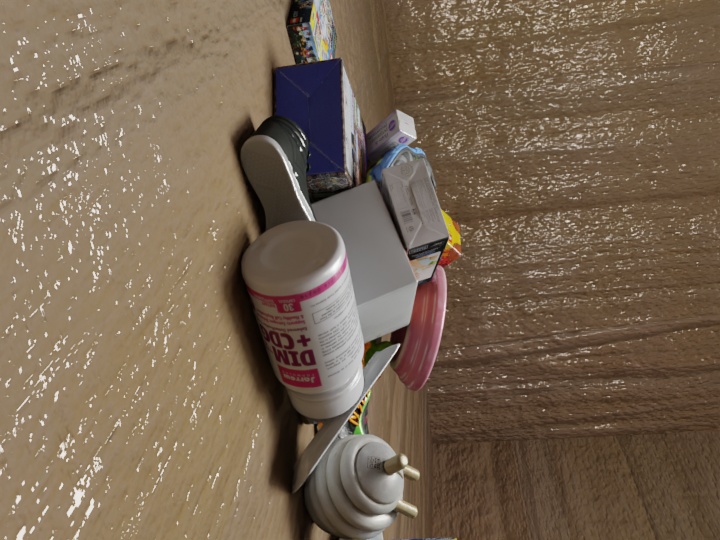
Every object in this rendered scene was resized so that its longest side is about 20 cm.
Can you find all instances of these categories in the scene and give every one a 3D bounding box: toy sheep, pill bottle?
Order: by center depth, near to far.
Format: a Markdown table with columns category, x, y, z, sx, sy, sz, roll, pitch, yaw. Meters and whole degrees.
| category | x | y | z | sx | sy | sz | roll | pitch | yaw |
| --- | --- | --- | --- | --- | --- | --- | --- | --- | --- |
| pill bottle | -0.055 | 0.060 | 0.730 | 0.115 | 0.109 | 0.204 | -83 | 165 | -52 |
| toy sheep | 0.000 | 0.276 | 0.844 | 0.200 | 0.135 | 0.141 | -45 | -149 | 36 |

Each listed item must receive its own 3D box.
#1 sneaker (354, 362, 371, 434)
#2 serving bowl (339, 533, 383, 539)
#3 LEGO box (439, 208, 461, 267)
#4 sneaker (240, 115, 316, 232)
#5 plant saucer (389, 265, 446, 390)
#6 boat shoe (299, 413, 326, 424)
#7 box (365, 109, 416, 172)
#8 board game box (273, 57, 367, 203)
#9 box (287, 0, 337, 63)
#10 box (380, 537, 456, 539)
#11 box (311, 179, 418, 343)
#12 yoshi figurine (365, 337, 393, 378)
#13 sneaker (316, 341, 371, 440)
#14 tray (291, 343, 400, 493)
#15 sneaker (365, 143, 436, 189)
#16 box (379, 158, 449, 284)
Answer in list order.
| category | x | y | z | sx | sy | sz | roll | pitch | yaw |
| --- | --- | --- | --- | --- | --- | --- | --- | --- | --- |
| sneaker | -0.019 | 0.241 | 1.065 | 0.084 | 0.074 | 0.207 | 116 | -24 | -73 |
| serving bowl | -0.005 | 0.474 | 1.005 | 0.200 | 0.064 | 0.207 | -4 | 90 | -82 |
| LEGO box | 0.056 | -0.070 | 1.134 | 0.198 | 0.148 | 0.078 | 37 | 36 | -26 |
| sneaker | -0.079 | -0.089 | 0.779 | 0.101 | 0.068 | 0.204 | -76 | 157 | -49 |
| plant saucer | 0.088 | 0.088 | 1.074 | 0.200 | 0.049 | 0.207 | -168 | -91 | -83 |
| boat shoe | -0.048 | 0.101 | 0.892 | 0.071 | 0.067 | 0.207 | 33 | 53 | -79 |
| box | 0.008 | -0.184 | 1.064 | 0.041 | 0.198 | 0.040 | 14 | 58 | -39 |
| board game box | -0.050 | -0.169 | 0.934 | 0.200 | 0.093 | 0.165 | 57 | 30 | -72 |
| box | -0.074 | -0.387 | 1.072 | 0.139 | 0.036 | 0.204 | 76 | 13 | -47 |
| box | 0.024 | 0.370 | 0.811 | 0.065 | 0.193 | 0.072 | 64 | 23 | -66 |
| box | 0.000 | 0.000 | 0.918 | 0.201 | 0.103 | 0.156 | 90 | -21 | -71 |
| yoshi figurine | 0.027 | 0.089 | 1.103 | 0.112 | 0.111 | 0.204 | -40 | 146 | -37 |
| sneaker | -0.021 | 0.184 | 0.986 | 0.078 | 0.075 | 0.206 | 50 | 34 | -61 |
| tray | -0.023 | 0.176 | 0.811 | 0.201 | 0.022 | 0.108 | -51 | 172 | -32 |
| sneaker | 0.071 | -0.141 | 1.007 | 0.084 | 0.070 | 0.198 | 56 | 26 | 7 |
| box | 0.068 | -0.058 | 0.934 | 0.201 | 0.058 | 0.120 | 94 | -20 | -72 |
